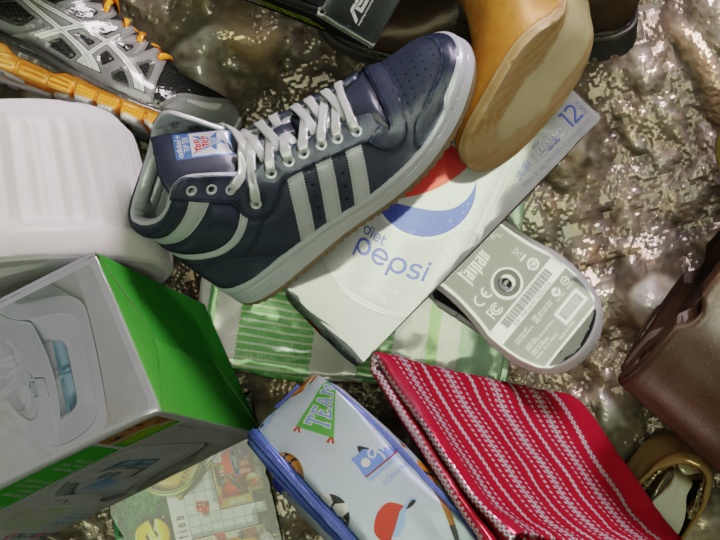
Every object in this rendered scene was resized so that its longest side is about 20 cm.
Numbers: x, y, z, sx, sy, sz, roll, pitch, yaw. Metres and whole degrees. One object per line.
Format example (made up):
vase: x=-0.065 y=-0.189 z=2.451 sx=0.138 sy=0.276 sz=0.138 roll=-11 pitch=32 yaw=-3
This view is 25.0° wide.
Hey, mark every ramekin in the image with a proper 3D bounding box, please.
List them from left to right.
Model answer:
ramekin: x=-0.211 y=-0.032 z=0.929 sx=0.202 sy=0.202 sz=0.094 roll=-8 pitch=82 yaw=-2

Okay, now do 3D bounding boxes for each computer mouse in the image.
computer mouse: x=0.060 y=-0.010 z=0.999 sx=0.200 sy=0.044 sz=0.110 roll=41 pitch=84 yaw=1

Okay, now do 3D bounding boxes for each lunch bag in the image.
lunch bag: x=0.006 y=0.131 z=0.946 sx=0.160 sy=0.200 sz=0.076 roll=44 pitch=85 yaw=9

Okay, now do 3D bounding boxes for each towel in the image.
towel: x=0.000 y=0.000 z=1.024 sx=0.200 sy=0.023 sz=0.153 roll=5 pitch=93 yaw=-3
towel: x=0.101 y=0.112 z=0.936 sx=0.022 sy=0.200 sz=0.145 roll=-49 pitch=53 yaw=20

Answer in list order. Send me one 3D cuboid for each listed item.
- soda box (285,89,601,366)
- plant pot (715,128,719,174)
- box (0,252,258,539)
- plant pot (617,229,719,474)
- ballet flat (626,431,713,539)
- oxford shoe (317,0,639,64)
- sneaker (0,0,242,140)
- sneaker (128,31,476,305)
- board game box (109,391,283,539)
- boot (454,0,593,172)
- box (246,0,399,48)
soda box: x=0.046 y=-0.036 z=0.944 sx=0.063 sy=0.068 sz=0.200 roll=45 pitch=85 yaw=2
plant pot: x=0.329 y=-0.105 z=0.967 sx=0.200 sy=0.200 sz=0.142 roll=26 pitch=68 yaw=-4
box: x=-0.175 y=0.080 z=0.915 sx=0.176 sy=0.200 sz=0.097 roll=-27 pitch=77 yaw=5
plant pot: x=0.275 y=0.066 z=0.968 sx=0.198 sy=0.200 sz=0.200 roll=37 pitch=91 yaw=4
ballet flat: x=0.156 y=0.190 z=1.024 sx=0.069 sy=0.063 sz=0.200 roll=30 pitch=92 yaw=-7
oxford shoe: x=0.072 y=-0.171 z=0.979 sx=0.200 sy=0.084 sz=0.073 roll=-8 pitch=53 yaw=-6
sneaker: x=-0.161 y=-0.134 z=0.983 sx=0.200 sy=0.078 sz=0.077 roll=23 pitch=83 yaw=-5
sneaker: x=-0.037 y=-0.068 z=0.862 sx=0.200 sy=0.070 sz=0.108 roll=-42 pitch=131 yaw=21
board game box: x=-0.098 y=0.185 z=1.032 sx=0.105 sy=0.023 sz=0.200 roll=-13 pitch=94 yaw=0
boot: x=0.067 y=-0.167 z=0.913 sx=0.144 sy=0.071 sz=0.201 roll=30 pitch=90 yaw=32
box: x=-0.003 y=-0.237 z=0.927 sx=0.047 sy=0.193 sz=0.200 roll=28 pitch=93 yaw=-30
